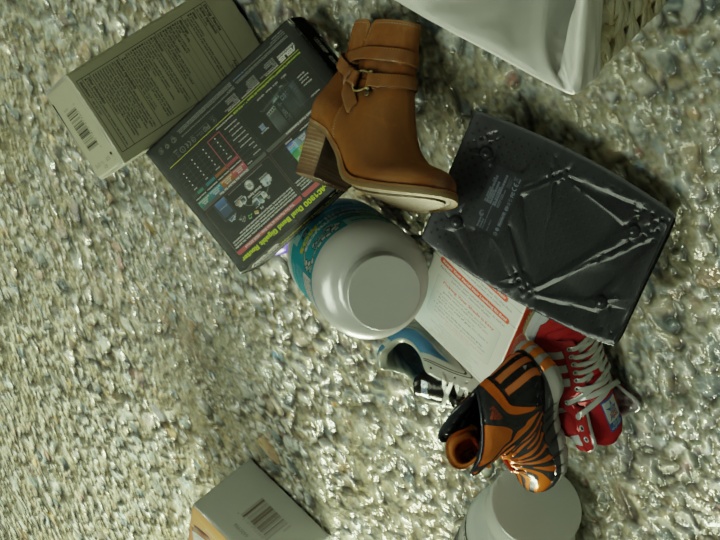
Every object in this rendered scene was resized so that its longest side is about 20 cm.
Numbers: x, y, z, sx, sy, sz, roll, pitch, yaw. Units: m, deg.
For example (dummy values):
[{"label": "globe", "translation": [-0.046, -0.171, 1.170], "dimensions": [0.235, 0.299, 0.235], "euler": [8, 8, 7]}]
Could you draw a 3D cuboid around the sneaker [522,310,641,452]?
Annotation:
[{"label": "sneaker", "translation": [0.201, 0.087, 1.601], "dimensions": [0.112, 0.071, 0.201], "euler": [44, 156, 24]}]

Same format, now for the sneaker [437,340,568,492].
[{"label": "sneaker", "translation": [0.124, 0.153, 1.613], "dimensions": [0.078, 0.112, 0.201], "euler": [42, 157, 36]}]

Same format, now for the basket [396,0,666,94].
[{"label": "basket", "translation": [0.125, -0.246, 1.320], "dimensions": [0.200, 0.123, 0.136], "euler": [34, 145, 31]}]

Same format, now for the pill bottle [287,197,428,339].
[{"label": "pill bottle", "translation": [0.000, 0.000, 1.685], "dimensions": [0.111, 0.110, 0.200], "euler": [63, 173, -16]}]

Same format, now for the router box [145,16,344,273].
[{"label": "router box", "translation": [-0.081, -0.118, 1.682], "dimensions": [0.200, 0.062, 0.150], "euler": [-40, 84, 16]}]

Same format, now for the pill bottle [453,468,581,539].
[{"label": "pill bottle", "translation": [0.154, 0.285, 1.821], "dimensions": [0.116, 0.116, 0.200], "euler": [43, 147, 17]}]

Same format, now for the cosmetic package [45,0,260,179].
[{"label": "cosmetic package", "translation": [-0.195, -0.187, 1.744], "dimensions": [0.106, 0.200, 0.071], "euler": [58, 150, -6]}]

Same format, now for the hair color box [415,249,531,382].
[{"label": "hair color box", "translation": [0.123, 0.008, 1.638], "dimensions": [0.111, 0.064, 0.200], "euler": [45, 150, 18]}]

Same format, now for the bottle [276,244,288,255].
[{"label": "bottle", "translation": [-0.080, -0.103, 1.802], "dimensions": [0.083, 0.065, 0.201], "euler": [41, 147, 21]}]

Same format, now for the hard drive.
[{"label": "hard drive", "translation": [0.159, -0.037, 1.497], "dimensions": [0.199, 0.042, 0.136], "euler": [30, 106, 25]}]

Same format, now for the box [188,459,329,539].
[{"label": "box", "translation": [-0.138, 0.373, 2.320], "dimensions": [0.152, 0.106, 0.201], "euler": [41, 147, 21]}]

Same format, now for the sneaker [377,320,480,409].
[{"label": "sneaker", "translation": [0.101, 0.117, 1.770], "dimensions": [0.199, 0.072, 0.072], "euler": [28, 140, 34]}]

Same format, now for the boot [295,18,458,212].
[{"label": "boot", "translation": [0.028, -0.139, 1.543], "dimensions": [0.199, 0.156, 0.073], "euler": [20, 178, 45]}]
